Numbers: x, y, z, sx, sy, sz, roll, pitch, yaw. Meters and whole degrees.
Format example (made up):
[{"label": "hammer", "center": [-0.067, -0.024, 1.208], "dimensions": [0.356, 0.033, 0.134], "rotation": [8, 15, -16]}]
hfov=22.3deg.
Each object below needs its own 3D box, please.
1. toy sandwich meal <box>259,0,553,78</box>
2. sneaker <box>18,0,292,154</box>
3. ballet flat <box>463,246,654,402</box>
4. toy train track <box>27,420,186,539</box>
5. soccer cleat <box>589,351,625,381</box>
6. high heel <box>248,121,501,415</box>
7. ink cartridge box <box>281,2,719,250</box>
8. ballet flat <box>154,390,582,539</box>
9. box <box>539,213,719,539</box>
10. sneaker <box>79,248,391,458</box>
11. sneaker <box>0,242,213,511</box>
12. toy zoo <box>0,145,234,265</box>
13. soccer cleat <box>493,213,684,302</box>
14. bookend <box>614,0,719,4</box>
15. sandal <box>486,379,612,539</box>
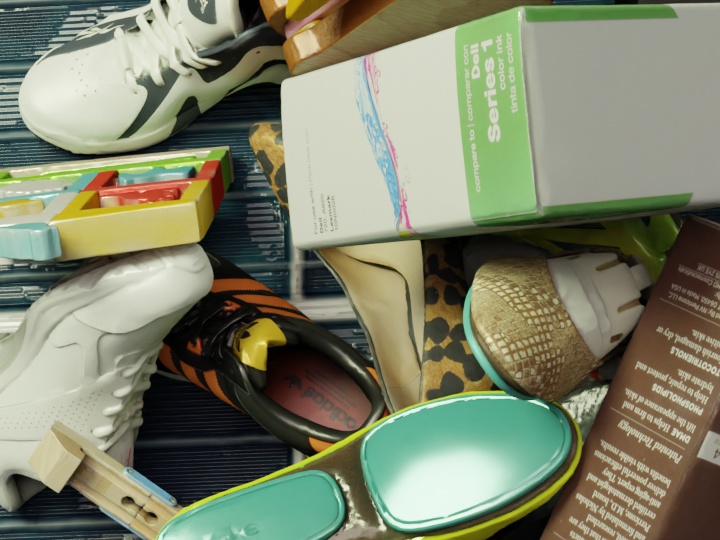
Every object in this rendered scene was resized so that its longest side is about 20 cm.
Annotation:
[{"label": "toy sandwich meal", "center": [0.045, -0.144, 0.845], "dimensions": [0.205, 0.205, 0.070], "rotation": [-14, 81, -1]}, {"label": "sneaker", "center": [-0.091, -0.129, 0.947], "dimensions": [0.199, 0.130, 0.080], "rotation": [-10, 71, 1]}, {"label": "ballet flat", "center": [0.097, 0.014, 0.824], "dimensions": [0.065, 0.200, 0.071], "rotation": [-29, 88, 15]}, {"label": "toy train track", "center": [-0.072, 0.142, 0.864], "dimensions": [0.200, 0.033, 0.115], "rotation": [36, 117, -4]}, {"label": "soccer cleat", "center": [0.146, 0.126, 0.882], "dimensions": [0.077, 0.069, 0.200], "rotation": [0, 69, 16]}, {"label": "high heel", "center": [0.000, 0.000, 0.895], "dimensions": [0.200, 0.143, 0.071], "rotation": [38, 122, 10]}, {"label": "ink cartridge box", "center": [0.074, -0.060, 0.800], "dimensions": [0.145, 0.200, 0.084], "rotation": [-6, 90, -30]}, {"label": "ballet flat", "center": [0.004, 0.108, 0.816], "dimensions": [0.200, 0.067, 0.067], "rotation": [-20, 58, 4]}, {"label": "box", "center": [0.153, 0.088, 0.785], "dimensions": [0.100, 0.075, 0.200], "rotation": [21, 96, -31]}, {"label": "sneaker", "center": [-0.059, 0.033, 0.914], "dimensions": [0.200, 0.090, 0.070], "rotation": [32, 77, 12]}, {"label": "sneaker", "center": [-0.129, 0.055, 0.895], "dimensions": [0.200, 0.078, 0.099], "rotation": [-34, 90, 38]}, {"label": "toy zoo", "center": [-0.135, -0.030, 0.891], "dimensions": [0.131, 0.200, 0.021], "rotation": [-6, 103, 2]}, {"label": "soccer cleat", "center": [0.095, -0.038, 0.952], "dimensions": [0.200, 0.065, 0.084], "rotation": [45, 110, 11]}, {"label": "bookend", "center": [0.201, -0.069, 0.908], "dimensions": [0.198, 0.092, 0.200], "rotation": [13, 72, -2]}, {"label": "sandal", "center": [0.049, 0.109, 0.878], "dimensions": [0.200, 0.048, 0.075], "rotation": [-34, 50, 13]}]
